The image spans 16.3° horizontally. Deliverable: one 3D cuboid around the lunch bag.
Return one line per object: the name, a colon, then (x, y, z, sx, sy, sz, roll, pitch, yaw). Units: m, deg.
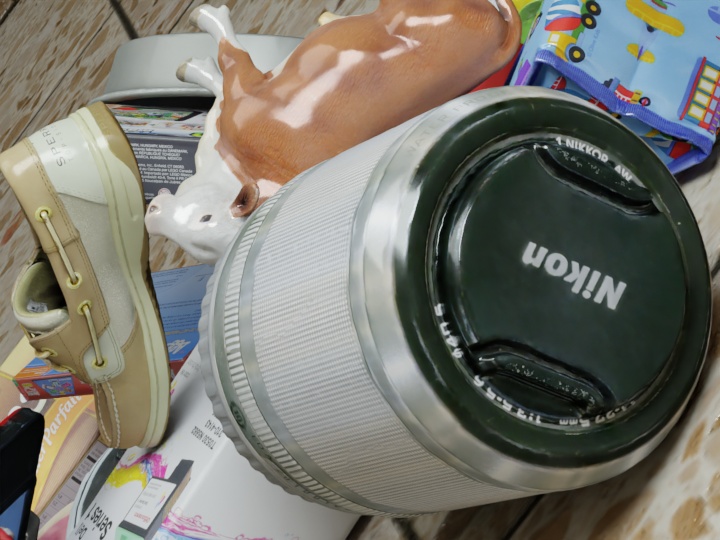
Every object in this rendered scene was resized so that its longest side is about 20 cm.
lunch bag: (0.108, -0.090, 1.222, 0.200, 0.094, 0.151, -51, 14, 58)

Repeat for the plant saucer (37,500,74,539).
plant saucer: (-0.175, 0.205, 1.433, 0.201, 0.051, 0.201, -48, 18, 21)

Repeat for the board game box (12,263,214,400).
board game box: (-0.115, 0.032, 1.439, 0.103, 0.019, 0.200, -43, 19, -30)

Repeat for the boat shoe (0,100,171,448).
boat shoe: (-0.136, 0.010, 1.207, 0.066, 0.201, 0.074, -18, 39, -16)

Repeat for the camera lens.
camera lens: (0.036, 0.019, 1.043, 0.200, 0.160, 0.160, -21, 37, 61)

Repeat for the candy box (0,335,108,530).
candy box: (-0.183, 0.095, 1.568, 0.200, 0.055, 0.115, -53, 44, -4)

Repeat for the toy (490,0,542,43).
toy: (0.106, -0.190, 1.434, 0.115, 0.047, 0.200, -27, 32, 23)

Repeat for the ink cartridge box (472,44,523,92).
ink cartridge box: (0.007, -0.076, 1.494, 0.161, 0.050, 0.200, -60, 16, -16)

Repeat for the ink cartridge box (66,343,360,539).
ink cartridge box: (-0.071, 0.121, 1.260, 0.200, 0.084, 0.145, -56, 17, -4)

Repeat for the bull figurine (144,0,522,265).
bull figurine: (-0.023, -0.084, 1.175, 0.200, 0.122, 0.065, -32, -26, -4)

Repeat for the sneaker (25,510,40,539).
sneaker: (-0.228, 0.157, 1.370, 0.078, 0.070, 0.200, -58, -8, -1)

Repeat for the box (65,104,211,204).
box: (-0.051, -0.056, 1.262, 0.110, 0.199, 0.035, -48, -39, -75)

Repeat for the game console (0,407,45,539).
game console: (-0.169, 0.198, 1.250, 0.172, 0.118, 0.201, -46, -26, -65)

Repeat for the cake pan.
cake pan: (-0.049, -0.095, 1.377, 0.200, 0.200, 0.037, 170, 105, -66)

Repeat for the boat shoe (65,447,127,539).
boat shoe: (-0.100, 0.095, 1.375, 0.200, 0.072, 0.071, -61, 2, -35)
